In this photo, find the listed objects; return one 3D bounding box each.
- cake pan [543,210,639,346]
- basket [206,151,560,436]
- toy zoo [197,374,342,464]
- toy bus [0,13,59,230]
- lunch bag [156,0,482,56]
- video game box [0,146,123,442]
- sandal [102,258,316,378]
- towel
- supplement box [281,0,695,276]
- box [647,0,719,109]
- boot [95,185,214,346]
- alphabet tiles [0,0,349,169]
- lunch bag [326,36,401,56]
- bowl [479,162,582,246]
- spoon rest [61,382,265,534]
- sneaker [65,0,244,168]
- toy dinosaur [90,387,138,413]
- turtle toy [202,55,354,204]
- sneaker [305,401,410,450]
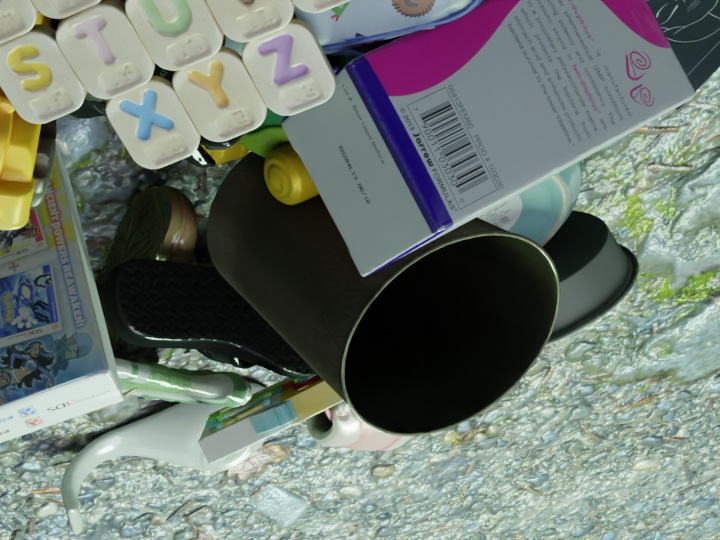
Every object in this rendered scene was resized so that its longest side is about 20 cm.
[{"bbox_3d":[0.109,0.008,1.284,0.199,0.200,0.037,-20,110,-1],"label":"cake pan"},{"bbox_3d":[0.000,0.000,1.117,0.179,0.200,0.137,-10,120,-37],"label":"basket"},{"bbox_3d":[-0.055,0.098,1.257,0.130,0.021,0.200,-25,-178,-3],"label":"toy zoo"},{"bbox_3d":[-0.217,-0.149,0.930,0.135,0.201,0.193,12,127,-20],"label":"toy bus"},{"bbox_3d":[-0.038,-0.189,0.861,0.198,0.076,0.161,-11,129,7],"label":"lunch bag"},{"bbox_3d":[-0.263,0.024,1.111,0.181,0.201,0.047,-20,146,0],"label":"video game box"},{"bbox_3d":[-0.101,0.032,1.203,0.199,0.076,0.048,15,154,-39],"label":"sandal"},{"bbox_3d":[-0.198,0.066,1.266,0.199,0.031,0.149,18,168,-37],"label":"towel"},{"bbox_3d":[0.073,-0.091,0.954,0.199,0.102,0.103,-27,179,-29],"label":"supplement box"},{"bbox_3d":[0.172,-0.215,1.097,0.199,0.108,0.149,18,128,-37],"label":"box"},{"bbox_3d":[-0.089,0.005,1.279,0.199,0.067,0.175,6,147,-28],"label":"boot"},{"bbox_3d":[-0.103,-0.144,0.840,0.199,0.015,0.196,-19,121,14],"label":"alphabet tiles"},{"bbox_3d":[-0.027,-0.217,0.977,0.131,0.136,0.201,7,130,-11],"label":"lunch bag"},{"bbox_3d":[0.081,-0.072,1.227,0.199,0.105,0.202,-13,141,-11],"label":"bowl"},{"bbox_3d":[-0.162,0.148,1.428,0.199,0.061,0.100,-24,145,-18],"label":"spoon rest"},{"bbox_3d":[-0.121,-0.107,1.028,0.114,0.199,0.077,32,83,-11],"label":"sneaker"},{"bbox_3d":[-0.274,0.095,1.250,0.198,0.061,0.106,13,169,-15],"label":"toy dinosaur"},{"bbox_3d":[-0.011,-0.113,1.085,0.145,0.199,0.102,-26,128,-35],"label":"turtle toy"},{"bbox_3d":[0.024,0.084,1.406,0.104,0.076,0.200,4,140,-35],"label":"sneaker"}]
